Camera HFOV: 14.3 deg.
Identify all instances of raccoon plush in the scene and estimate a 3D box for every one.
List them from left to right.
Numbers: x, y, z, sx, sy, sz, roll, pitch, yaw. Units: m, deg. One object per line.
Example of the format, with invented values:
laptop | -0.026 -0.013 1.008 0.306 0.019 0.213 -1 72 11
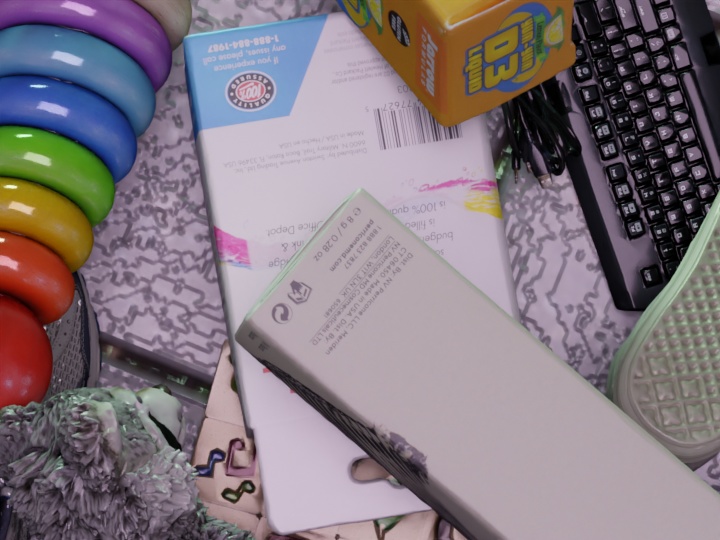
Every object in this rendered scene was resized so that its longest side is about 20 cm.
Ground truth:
raccoon plush | -0.089 0.135 1.040 0.097 0.134 0.200 -22 44 30

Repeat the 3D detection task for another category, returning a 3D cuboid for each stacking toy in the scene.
stacking toy | -0.127 -0.029 1.119 0.085 0.085 0.200 13 67 -1

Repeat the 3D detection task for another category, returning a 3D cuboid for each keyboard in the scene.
keyboard | 0.102 -0.078 1.181 0.104 0.040 0.200 -19 86 -4

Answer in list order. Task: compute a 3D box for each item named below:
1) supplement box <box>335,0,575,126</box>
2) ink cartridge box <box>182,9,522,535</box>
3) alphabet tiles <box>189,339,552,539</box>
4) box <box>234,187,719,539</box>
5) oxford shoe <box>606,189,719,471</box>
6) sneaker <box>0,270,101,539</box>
supplement box | 0.005 -0.151 1.124 0.069 0.067 0.200 -30 59 -18
ink cartridge box | 0.000 0.000 1.151 0.115 0.068 0.201 -9 84 -5
alphabet tiles | 0.006 0.115 1.181 0.166 0.006 0.201 15 85 -1
box | 0.049 0.061 1.074 0.200 0.082 0.068 41 81 1
oxford shoe | 0.160 0.008 1.156 0.075 0.058 0.200 37 61 7
sneaker | -0.151 0.075 1.138 0.077 0.085 0.201 11 85 -1
